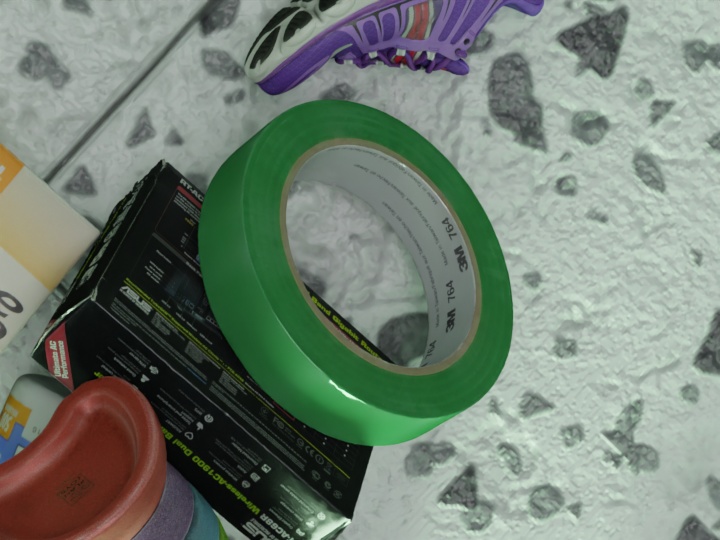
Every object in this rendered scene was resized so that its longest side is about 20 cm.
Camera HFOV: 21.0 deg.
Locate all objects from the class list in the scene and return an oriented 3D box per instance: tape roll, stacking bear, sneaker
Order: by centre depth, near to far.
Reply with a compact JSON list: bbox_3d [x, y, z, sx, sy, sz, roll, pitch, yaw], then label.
[{"bbox_3d":[-0.112,0.178,1.047,0.121,0.113,0.201,-41,126,-18],"label":"stacking bear"},{"bbox_3d":[0.000,0.000,1.130,0.199,0.048,0.202,21,54,-31],"label":"tape roll"},{"bbox_3d":[0.027,-0.147,1.169,0.198,0.081,0.084,-24,106,-11],"label":"sneaker"}]

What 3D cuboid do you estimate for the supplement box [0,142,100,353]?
[{"bbox_3d":[-0.261,0.014,1.099,0.126,0.073,0.201,41,76,-14],"label":"supplement box"}]

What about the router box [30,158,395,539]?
[{"bbox_3d":[-0.078,0.052,1.121,0.200,0.150,0.062,42,122,-14],"label":"router box"}]

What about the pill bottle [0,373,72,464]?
[{"bbox_3d":[-0.185,0.172,1.127,0.111,0.112,0.202,23,89,-14],"label":"pill bottle"}]
